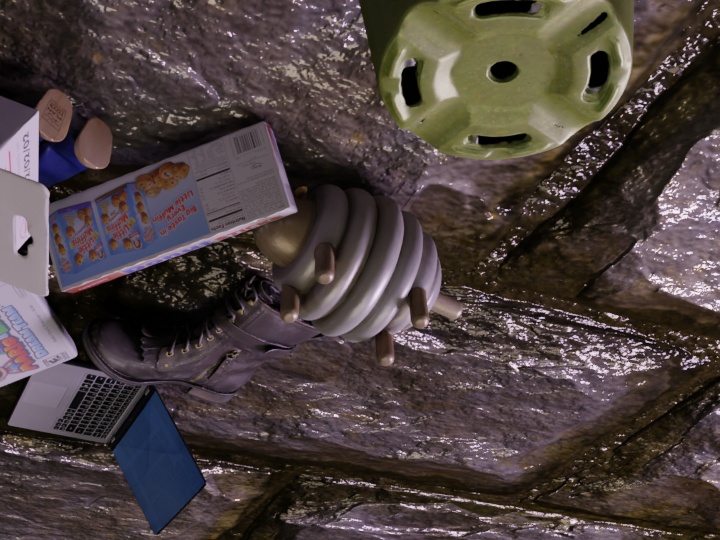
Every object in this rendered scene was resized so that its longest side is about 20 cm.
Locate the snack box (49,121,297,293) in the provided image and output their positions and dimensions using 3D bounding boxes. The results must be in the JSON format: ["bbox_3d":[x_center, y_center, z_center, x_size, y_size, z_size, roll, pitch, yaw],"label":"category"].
[{"bbox_3d":[-0.152,-0.047,0.799,0.200,0.072,0.024,-19,174,11],"label":"snack box"}]

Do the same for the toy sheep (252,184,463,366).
[{"bbox_3d":[0.000,0.000,0.843,0.200,0.138,0.138,30,137,-24],"label":"toy sheep"}]

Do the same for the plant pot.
[{"bbox_3d":[0.070,-0.168,0.539,0.200,0.190,0.200,-1,146,0],"label":"plant pot"}]

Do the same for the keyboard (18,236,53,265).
[{"bbox_3d":[-0.291,-0.029,0.863,0.199,0.104,0.040,-1,105,-1],"label":"keyboard"}]

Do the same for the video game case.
[{"bbox_3d":[-0.384,0.068,0.970,0.182,0.024,0.200,-22,152,-10],"label":"video game case"}]

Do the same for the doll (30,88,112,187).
[{"bbox_3d":[-0.291,-0.081,0.796,0.200,0.049,0.136,-19,142,32],"label":"doll"}]

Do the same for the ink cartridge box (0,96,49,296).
[{"bbox_3d":[-0.295,-0.072,0.722,0.200,0.068,0.115,22,135,3],"label":"ink cartridge box"}]

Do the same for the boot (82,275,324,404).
[{"bbox_3d":[-0.147,0.054,0.999,0.200,0.069,0.174,21,136,-35],"label":"boot"}]

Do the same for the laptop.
[{"bbox_3d":[-0.295,0.204,1.166,0.200,0.116,0.187,15,143,-22],"label":"laptop"}]
